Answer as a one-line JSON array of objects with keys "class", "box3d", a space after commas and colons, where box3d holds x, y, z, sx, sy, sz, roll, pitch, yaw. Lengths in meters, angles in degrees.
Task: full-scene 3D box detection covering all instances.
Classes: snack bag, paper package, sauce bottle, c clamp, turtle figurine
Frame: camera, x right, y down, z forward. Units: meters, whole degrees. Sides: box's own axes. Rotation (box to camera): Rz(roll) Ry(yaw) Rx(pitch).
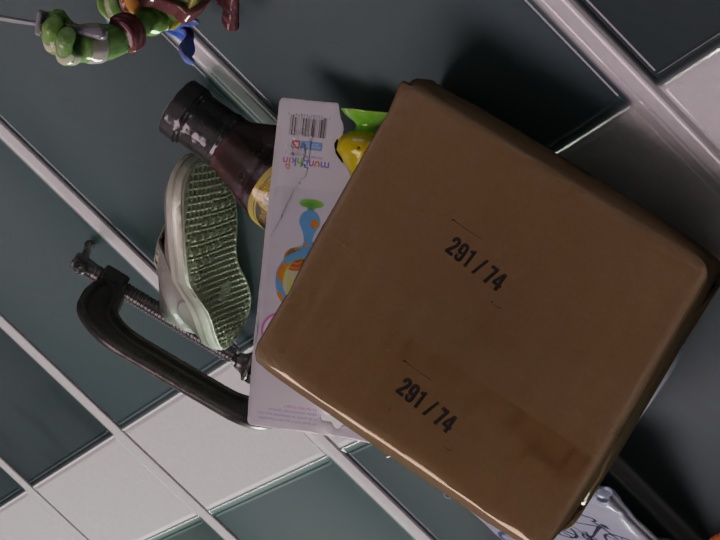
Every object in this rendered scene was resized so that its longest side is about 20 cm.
[{"class": "snack bag", "box3d": [0.138, 0.171, 1.276, 0.188, 0.021, 0.200, 11, 157, 42]}, {"class": "paper package", "box3d": [0.071, 0.023, 1.032, 0.200, 0.191, 0.103, 32, -172, 13]}, {"class": "sauce bottle", "box3d": [-0.040, -0.048, 1.192, 0.200, 0.066, 0.066, 34, 149, 7]}, {"class": "c clamp", "box3d": [-0.138, 0.046, 1.400, 0.200, 0.027, 0.171, 33, -165, -4]}, {"class": "turtle figurine", "box3d": [-0.141, -0.194, 1.037, 0.200, 0.144, 0.194, 44, 146, -14]}]

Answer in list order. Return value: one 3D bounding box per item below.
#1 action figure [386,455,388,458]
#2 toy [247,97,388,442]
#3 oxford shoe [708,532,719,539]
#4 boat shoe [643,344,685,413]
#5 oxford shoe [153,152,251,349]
[{"class": "action figure", "box3d": [0.035, 0.095, 1.318, 0.200, 0.052, 0.066, 10, 135, 37]}, {"class": "toy", "box3d": [0.000, 0.000, 1.132, 0.115, 0.047, 0.201, 7, 97, 18]}, {"class": "oxford shoe", "box3d": [0.240, 0.221, 1.191, 0.071, 0.073, 0.200, 15, 139, -20]}, {"class": "boat shoe", "box3d": [0.120, 0.069, 1.160, 0.091, 0.071, 0.200, 37, 152, -2]}, {"class": "oxford shoe", "box3d": [-0.121, -0.013, 1.321, 0.058, 0.075, 0.200, 25, 152, 19]}]
